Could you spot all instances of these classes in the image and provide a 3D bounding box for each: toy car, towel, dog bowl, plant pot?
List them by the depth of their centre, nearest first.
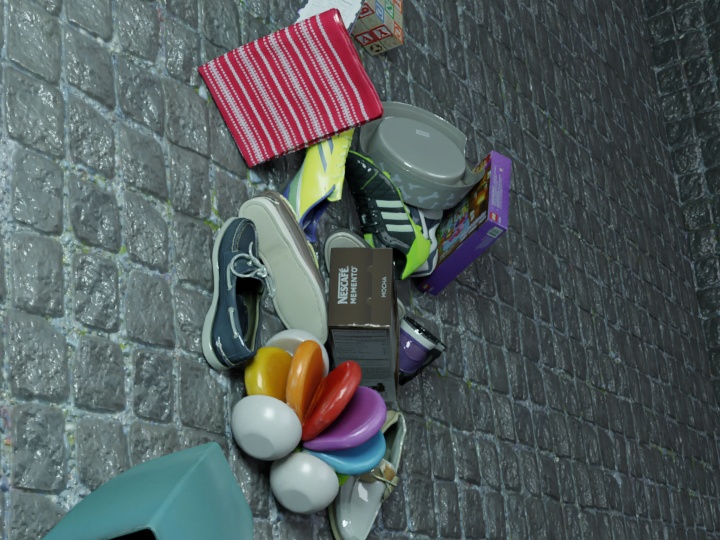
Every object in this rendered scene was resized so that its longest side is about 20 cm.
[{"bbox_3d":[-0.185,0.254,1.170,0.143,0.140,0.200,66,21,-16],"label":"plant pot"},{"bbox_3d":[-0.043,0.166,1.455,0.201,0.149,0.176,59,31,-27],"label":"toy car"},{"bbox_3d":[-0.083,-0.217,1.522,0.146,0.198,0.023,64,23,-18],"label":"towel"},{"bbox_3d":[0.083,-0.166,1.858,0.198,0.059,0.201,20,34,-14],"label":"dog bowl"}]

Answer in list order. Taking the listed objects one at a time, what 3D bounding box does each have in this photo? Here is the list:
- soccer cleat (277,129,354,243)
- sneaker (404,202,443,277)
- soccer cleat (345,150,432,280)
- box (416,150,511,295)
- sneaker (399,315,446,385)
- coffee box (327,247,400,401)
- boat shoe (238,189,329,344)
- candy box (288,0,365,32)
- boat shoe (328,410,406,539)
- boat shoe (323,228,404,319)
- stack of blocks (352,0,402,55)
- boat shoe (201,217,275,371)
[{"bbox_3d":[-0.041,-0.128,1.585,0.064,0.083,0.202,10,109,-58],"label":"soccer cleat"},{"bbox_3d":[0.067,-0.103,1.873,0.130,0.079,0.201,46,48,-56],"label":"sneaker"},{"bbox_3d":[0.026,-0.075,1.751,0.081,0.067,0.201,-47,114,-25],"label":"soccer cleat"},{"bbox_3d":[0.155,-0.070,1.904,0.039,0.200,0.138,24,49,-19],"label":"box"},{"bbox_3d":[0.064,0.118,1.785,0.075,0.088,0.200,37,2,12],"label":"sneaker"},{"bbox_3d":[0.007,0.071,1.590,0.201,0.079,0.114,83,9,-57],"label":"coffee box"},{"bbox_3d":[-0.083,-0.004,1.557,0.202,0.071,0.060,64,31,-10],"label":"boat shoe"},{"bbox_3d":[-0.062,-0.282,1.629,0.071,0.168,0.201,25,42,-5],"label":"candy box"},{"bbox_3d":[0.011,0.257,1.597,0.075,0.068,0.201,51,36,-37],"label":"boat shoe"},{"bbox_3d":[0.000,0.000,1.725,0.200,0.066,0.057,53,14,-44],"label":"boat shoe"},{"bbox_3d":[0.014,-0.456,1.979,0.115,0.058,0.202,38,44,-49],"label":"stack of blocks"},{"bbox_3d":[-0.136,0.019,1.452,0.075,0.061,0.202,47,38,-39],"label":"boat shoe"}]
